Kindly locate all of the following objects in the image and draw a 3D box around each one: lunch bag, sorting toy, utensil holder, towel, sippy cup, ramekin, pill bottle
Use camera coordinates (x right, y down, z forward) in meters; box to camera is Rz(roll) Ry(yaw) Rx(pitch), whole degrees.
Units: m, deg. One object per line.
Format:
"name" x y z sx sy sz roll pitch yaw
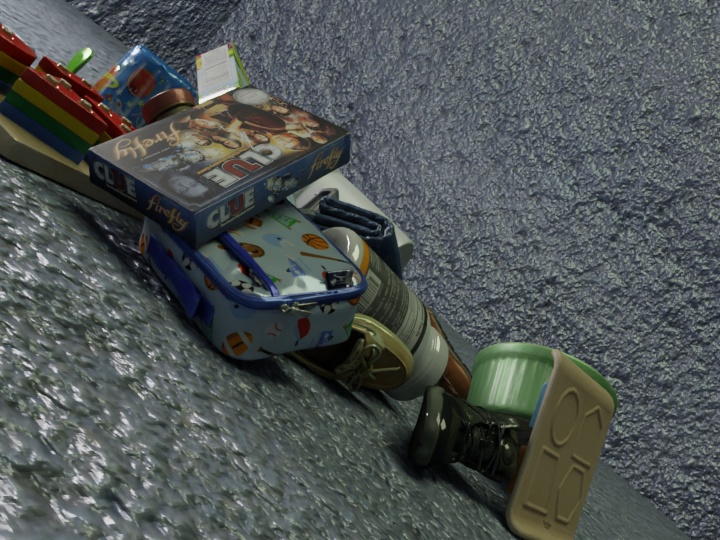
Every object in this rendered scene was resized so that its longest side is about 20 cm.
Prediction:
"lunch bag" -0.097 -0.004 0.726 0.159 0.076 0.200 -4 34 -43
"sorting toy" 0.225 0.209 0.945 0.036 0.202 0.185 7 -18 38
"utensil holder" -0.032 -0.051 1.411 0.200 0.170 0.170 44 5 16
"sorting toy" -0.302 -0.158 0.804 0.200 0.070 0.199 42 5 25
"towel" 0.000 0.000 1.017 0.111 0.049 0.201 19 -30 21
"sippy cup" -0.285 -0.211 1.071 0.139 0.131 0.178 41 4 11
"ramekin" 0.231 0.192 1.104 0.198 0.098 0.201 19 -31 12
"pill bottle" 0.008 0.054 0.933 0.200 0.116 0.116 46 0 -33

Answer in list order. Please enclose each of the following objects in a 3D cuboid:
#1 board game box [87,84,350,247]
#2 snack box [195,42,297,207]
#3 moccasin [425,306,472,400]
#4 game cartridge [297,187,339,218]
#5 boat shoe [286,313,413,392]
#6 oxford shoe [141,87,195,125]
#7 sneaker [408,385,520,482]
"board game box" -0.121 -0.102 0.749 0.135 0.035 0.200 29 42 26
"snack box" -0.126 -0.139 0.952 0.143 0.052 0.201 -107 176 -54
"moccasin" 0.117 0.153 1.227 0.203 0.077 0.074 60 -8 12
"game cartridge" -0.056 -0.032 1.120 0.038 0.131 0.200 4 14 7
"boat shoe" -0.031 0.074 0.823 0.199 0.074 0.063 26 18 -19
"oxford shoe" -0.185 -0.124 0.903 0.075 0.070 0.200 63 -2 9
"sneaker" 0.109 0.167 0.840 0.113 0.077 0.199 17 -5 12
